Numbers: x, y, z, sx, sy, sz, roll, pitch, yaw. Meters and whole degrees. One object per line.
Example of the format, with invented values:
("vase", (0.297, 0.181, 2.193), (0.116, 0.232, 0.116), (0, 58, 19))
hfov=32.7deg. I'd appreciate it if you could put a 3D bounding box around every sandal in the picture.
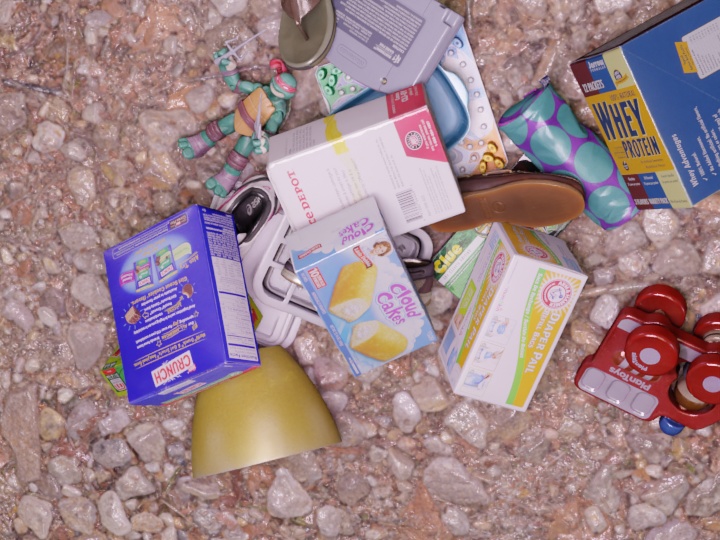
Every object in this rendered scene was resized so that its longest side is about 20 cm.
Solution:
("sandal", (-0.071, -0.343, 1.500), (0.079, 0.057, 0.202), (2, 84, 32))

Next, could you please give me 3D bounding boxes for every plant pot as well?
("plant pot", (-0.137, 0.178, 1.607), (0.199, 0.200, 0.143), (-15, 83, 12))

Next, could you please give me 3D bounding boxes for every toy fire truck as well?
("toy fire truck", (0.391, 0.129, 1.558), (0.199, 0.112, 0.168), (26, 129, 2))

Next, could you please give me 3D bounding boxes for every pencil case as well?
("pencil case", (0.267, -0.141, 1.513), (0.200, 0.092, 0.085), (45, 143, -5))

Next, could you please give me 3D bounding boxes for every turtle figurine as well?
("turtle figurine", (-0.141, -0.195, 1.550), (0.200, 0.100, 0.150), (-47, 57, 28))

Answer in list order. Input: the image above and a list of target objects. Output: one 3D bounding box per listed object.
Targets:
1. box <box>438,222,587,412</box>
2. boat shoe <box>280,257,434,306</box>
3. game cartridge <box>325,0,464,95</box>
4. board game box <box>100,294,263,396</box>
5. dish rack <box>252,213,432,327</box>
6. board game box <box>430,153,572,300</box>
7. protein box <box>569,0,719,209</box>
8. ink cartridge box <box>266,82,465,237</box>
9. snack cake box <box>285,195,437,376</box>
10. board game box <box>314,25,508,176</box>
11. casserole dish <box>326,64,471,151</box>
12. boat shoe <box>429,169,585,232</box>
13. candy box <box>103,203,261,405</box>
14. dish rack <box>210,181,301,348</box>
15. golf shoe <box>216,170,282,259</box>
("box", (0.187, 0.056, 1.536), (0.101, 0.113, 0.201), (16, 111, -15))
("boat shoe", (0.000, 0.000, 1.524), (0.199, 0.072, 0.065), (9, 103, -18))
("game cartridge", (0.019, -0.295, 1.494), (0.200, 0.041, 0.134), (39, 108, 28))
("board game box", (-0.233, 0.096, 1.603), (0.199, 0.102, 0.048), (-16, 119, 29))
("dish rack", (-0.025, -0.011, 1.582), (0.199, 0.044, 0.172), (23, 103, -17))
("board game box", (0.184, -0.044, 1.580), (0.105, 0.023, 0.200), (41, 105, -4))
("protein box", (0.389, -0.204, 1.418), (0.199, 0.135, 0.199), (-29, 98, -12))
("ink cartridge box", (0.005, -0.114, 1.448), (0.199, 0.084, 0.146), (-19, 120, 8))
("snack cake box", (0.004, 0.022, 1.444), (0.114, 0.067, 0.200), (-24, 133, 4))
("board game box", (0.064, -0.194, 1.561), (0.199, 0.026, 0.201), (-18, 100, 12))
("casserole dish", (0.046, -0.180, 1.534), (0.199, 0.039, 0.122), (-31, 97, 14))
("boat shoe", (0.177, -0.095, 1.506), (0.199, 0.071, 0.071), (-2, 130, 19))
("candy box", (-0.218, 0.046, 1.490), (0.168, 0.077, 0.201), (-23, 70, 32))
("dish rack", (-0.144, -0.002, 1.629), (0.171, 0.044, 0.201), (23, 104, 3))
("golf shoe", (-0.173, -0.041, 1.556), (0.072, 0.092, 0.200), (36, 106, -2))
